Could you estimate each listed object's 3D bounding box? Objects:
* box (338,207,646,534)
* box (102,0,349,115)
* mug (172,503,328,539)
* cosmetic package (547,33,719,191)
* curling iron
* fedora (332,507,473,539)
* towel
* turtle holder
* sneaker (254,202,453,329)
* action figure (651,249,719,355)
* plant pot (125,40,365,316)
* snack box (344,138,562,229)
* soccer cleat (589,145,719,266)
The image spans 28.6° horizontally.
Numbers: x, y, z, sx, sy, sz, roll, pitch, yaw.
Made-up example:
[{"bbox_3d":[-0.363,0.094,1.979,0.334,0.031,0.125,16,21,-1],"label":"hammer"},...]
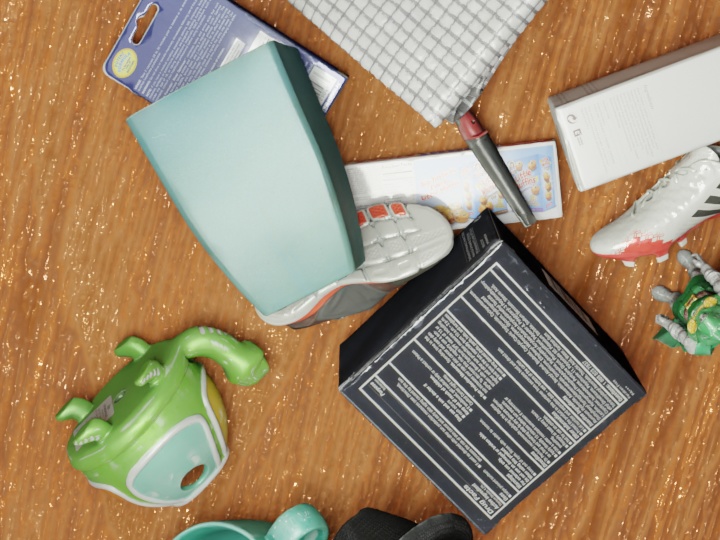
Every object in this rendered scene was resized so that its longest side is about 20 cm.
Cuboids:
[{"bbox_3d":[0.114,0.089,1.288,0.198,0.123,0.200,-42,103,10],"label":"box"},{"bbox_3d":[-0.124,-0.181,1.303,0.199,0.032,0.122,33,101,-4],"label":"box"},{"bbox_3d":[-0.096,0.310,1.336,0.183,0.114,0.154,-16,74,27],"label":"mug"},{"bbox_3d":[0.271,-0.146,1.247,0.198,0.113,0.082,-18,100,9],"label":"cosmetic package"},{"bbox_3d":[0.110,-0.131,1.282,0.049,0.026,0.202,-25,86,8],"label":"curling iron"},{"bbox_3d":[0.015,0.285,1.283,0.091,0.200,0.202,34,103,32],"label":"fedora"},{"bbox_3d":[0.055,-0.243,1.240,0.200,0.086,0.166,40,100,13],"label":"towel"},{"bbox_3d":[-0.184,0.135,1.330,0.132,0.140,0.186,46,60,-21],"label":"turtle holder"},{"bbox_3d":[0.000,0.000,1.312,0.198,0.082,0.078,-20,64,17],"label":"sneaker"},{"bbox_3d":[0.295,0.029,1.234,0.054,0.200,0.119,30,101,-2],"label":"action figure"},{"bbox_3d":[-0.083,-0.072,1.223,0.140,0.141,0.202,-25,92,8],"label":"plant pot"},{"bbox_3d":[0.086,-0.075,1.315,0.198,0.024,0.073,-6,100,5],"label":"snack box"},{"bbox_3d":[0.295,-0.072,1.277,0.198,0.069,0.086,-21,116,3],"label":"soccer cleat"}]
